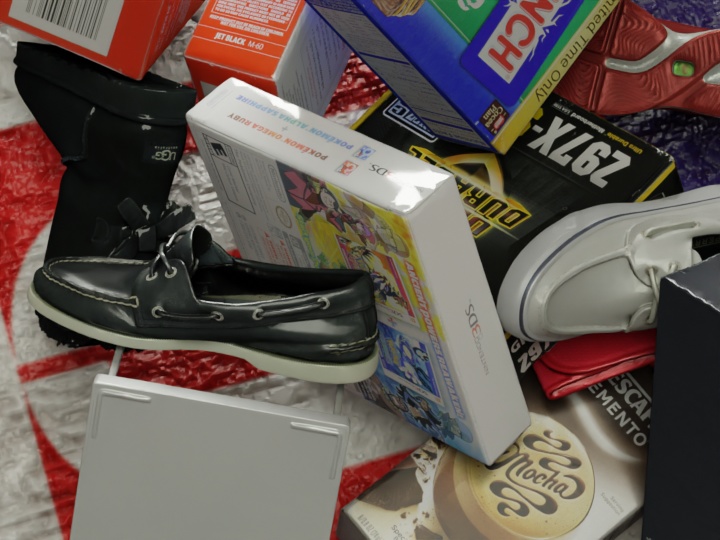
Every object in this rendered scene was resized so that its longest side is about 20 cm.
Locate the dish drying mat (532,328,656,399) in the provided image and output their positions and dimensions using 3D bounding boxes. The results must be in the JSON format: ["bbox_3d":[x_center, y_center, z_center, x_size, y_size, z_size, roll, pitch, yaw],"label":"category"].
[{"bbox_3d":[0.119,-0.009,1.562,0.077,0.018,0.200,-20,46,2],"label":"dish drying mat"}]

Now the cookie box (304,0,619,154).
[{"bbox_3d":[0.056,-0.195,1.503,0.200,0.075,0.171,43,78,-35],"label":"cookie box"}]

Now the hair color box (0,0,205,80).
[{"bbox_3d":[-0.148,-0.191,1.564,0.111,0.200,0.064,23,117,3],"label":"hair color box"}]

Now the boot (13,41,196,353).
[{"bbox_3d":[-0.164,-0.046,1.561,0.073,0.198,0.163,4,103,-33],"label":"boot"}]

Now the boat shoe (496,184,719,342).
[{"bbox_3d":[0.169,0.003,1.477,0.200,0.072,0.066,-12,29,-36],"label":"boat shoe"}]

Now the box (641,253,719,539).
[{"bbox_3d":[0.264,0.078,1.478,0.182,0.200,0.104,-22,39,-30],"label":"box"}]

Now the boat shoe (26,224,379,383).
[{"bbox_3d":[-0.085,0.009,1.426,0.199,0.075,0.066,14,116,11],"label":"boat shoe"}]

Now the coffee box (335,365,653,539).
[{"bbox_3d":[0.097,0.130,1.542,0.200,0.080,0.113,-38,78,-14],"label":"coffee box"}]

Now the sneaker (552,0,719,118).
[{"bbox_3d":[0.188,-0.122,1.624,0.200,0.116,0.079,17,89,17],"label":"sneaker"}]

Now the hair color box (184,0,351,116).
[{"bbox_3d":[-0.036,-0.175,1.583,0.064,0.111,0.200,17,64,15],"label":"hair color box"}]

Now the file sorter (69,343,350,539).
[{"bbox_3d":[-0.088,0.140,1.458,0.138,0.125,0.200,10,111,-1],"label":"file sorter"}]

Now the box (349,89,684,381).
[{"bbox_3d":[0.072,-0.041,1.560,0.160,0.049,0.200,-43,50,-16],"label":"box"}]

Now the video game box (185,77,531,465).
[{"bbox_3d":[0.000,0.000,1.477,0.047,0.200,0.182,-41,45,-22],"label":"video game box"}]
